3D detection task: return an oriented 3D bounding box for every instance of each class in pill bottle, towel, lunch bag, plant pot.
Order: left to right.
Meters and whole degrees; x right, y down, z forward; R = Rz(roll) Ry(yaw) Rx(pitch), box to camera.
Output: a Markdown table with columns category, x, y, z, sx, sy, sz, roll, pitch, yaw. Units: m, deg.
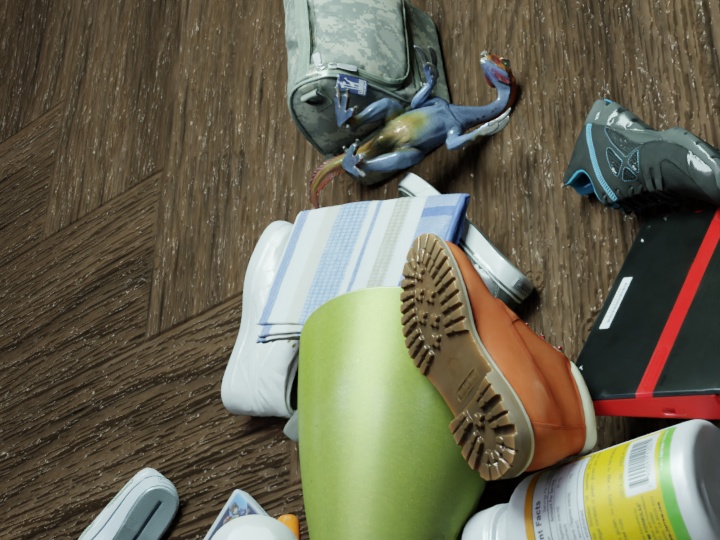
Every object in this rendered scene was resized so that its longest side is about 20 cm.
| category | x | y | z | sx | sy | sz | roll | pitch | yaw |
| --- | --- | --- | --- | --- | --- | --- | --- | --- | --- |
| lunch bag | -0.009 | -0.211 | 1.351 | 0.139 | 0.167 | 0.202 | -30 | 47 | 29 |
| towel | 0.000 | 0.000 | 1.198 | 0.198 | 0.024 | 0.148 | -5 | 55 | 37 |
| plant pot | 0.027 | 0.150 | 1.041 | 0.186 | 0.187 | 0.202 | -22 | 42 | 35 |
| pill bottle | 0.174 | 0.187 | 0.945 | 0.199 | 0.111 | 0.112 | -25 | 49 | 34 |

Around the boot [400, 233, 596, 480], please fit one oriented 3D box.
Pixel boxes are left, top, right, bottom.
| category | x | y | z | sx | sy | sz | roll | pitch | yaw |
| --- | --- | --- | --- | --- | --- | --- | --- | --- | --- |
| boot | 0.100 | 0.059 | 0.982 | 0.075 | 0.106 | 0.202 | -52 | 51 | 43 |

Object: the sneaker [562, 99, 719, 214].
| category | x | y | z | sx | sy | sz | roll | pitch | yaw |
| --- | --- | --- | --- | --- | --- | --- | --- | --- | --- |
| sneaker | 0.242 | -0.076 | 1.086 | 0.083 | 0.073 | 0.200 | -59 | 29 | 3 |

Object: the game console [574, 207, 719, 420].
| category | x | y | z | sx | sy | sz | roll | pitch | yaw |
| --- | --- | --- | --- | --- | --- | --- | --- | --- | --- |
| game console | 0.255 | 0.028 | 0.991 | 0.176 | 0.031 | 0.201 | -9 | 40 | 48 |

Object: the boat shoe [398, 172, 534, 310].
| category | x | y | z | sx | sy | sz | roll | pitch | yaw |
| --- | --- | --- | --- | --- | --- | --- | --- | --- | --- |
| boat shoe | 0.079 | -0.022 | 1.211 | 0.064 | 0.071 | 0.200 | -47 | 42 | 6 |

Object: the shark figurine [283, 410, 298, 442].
| category | x | y | z | sx | sy | sz | roll | pitch | yaw |
| --- | --- | --- | --- | --- | --- | --- | --- | --- | --- |
| shark figurine | 0.004 | 0.074 | 1.217 | 0.128 | 0.089 | 0.216 | 26 | 85 | 48 |

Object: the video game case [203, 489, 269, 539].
| category | x | y | z | sx | sy | sz | roll | pitch | yaw |
| --- | --- | --- | --- | --- | --- | --- | --- | --- | --- |
| video game case | -0.122 | 0.332 | 1.231 | 0.201 | 0.023 | 0.182 | -58 | 39 | 2 |

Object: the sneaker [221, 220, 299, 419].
| category | x | y | z | sx | sy | sz | roll | pitch | yaw |
| --- | --- | --- | --- | --- | --- | --- | --- | --- | --- |
| sneaker | -0.064 | 0.050 | 1.321 | 0.115 | 0.073 | 0.203 | 2 | 77 | 45 |

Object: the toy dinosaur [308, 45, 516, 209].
| category | x | y | z | sx | sy | sz | roll | pitch | yaw |
| --- | --- | --- | --- | --- | --- | --- | --- | --- | --- |
| toy dinosaur | 0.059 | -0.149 | 1.267 | 0.199 | 0.180 | 0.106 | -30 | 75 | 55 |

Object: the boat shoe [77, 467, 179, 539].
| category | x | y | z | sx | sy | sz | roll | pitch | yaw |
| --- | --- | --- | --- | --- | --- | --- | --- | --- | --- |
| boat shoe | -0.259 | 0.295 | 1.373 | 0.200 | 0.073 | 0.067 | -49 | 24 | -4 |

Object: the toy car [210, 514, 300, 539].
| category | x | y | z | sx | sy | sz | roll | pitch | yaw |
| --- | --- | --- | --- | --- | --- | --- | --- | --- | --- |
| toy car | -0.034 | 0.286 | 1.077 | 0.149 | 0.176 | 0.200 | -25 | 53 | -22 |
